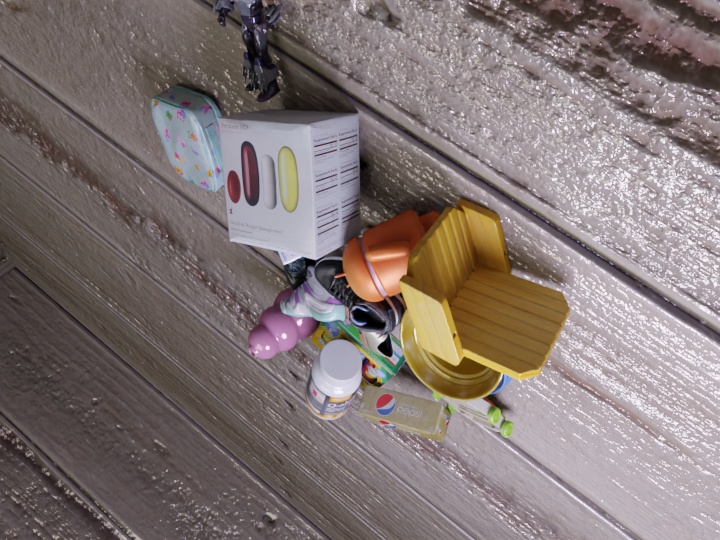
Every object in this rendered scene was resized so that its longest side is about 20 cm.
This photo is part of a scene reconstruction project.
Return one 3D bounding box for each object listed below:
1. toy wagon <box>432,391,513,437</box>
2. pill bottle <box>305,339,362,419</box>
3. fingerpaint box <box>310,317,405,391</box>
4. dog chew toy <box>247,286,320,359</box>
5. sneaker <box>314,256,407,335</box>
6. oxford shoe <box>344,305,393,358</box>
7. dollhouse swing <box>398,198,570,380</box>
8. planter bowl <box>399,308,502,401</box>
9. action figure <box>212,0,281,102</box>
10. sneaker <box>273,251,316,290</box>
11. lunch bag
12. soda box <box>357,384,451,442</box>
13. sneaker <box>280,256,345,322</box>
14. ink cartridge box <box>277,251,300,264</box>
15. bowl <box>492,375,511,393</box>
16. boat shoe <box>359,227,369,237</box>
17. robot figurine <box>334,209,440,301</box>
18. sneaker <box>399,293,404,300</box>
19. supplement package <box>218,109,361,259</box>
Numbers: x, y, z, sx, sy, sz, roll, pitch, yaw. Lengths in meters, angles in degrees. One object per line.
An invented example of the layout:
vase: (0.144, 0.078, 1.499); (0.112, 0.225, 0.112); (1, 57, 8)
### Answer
toy wagon: (0.219, 0.270, 1.163); (0.153, 0.040, 0.200); (15, 156, 45)
pill bottle: (-0.059, 0.244, 1.282); (0.115, 0.117, 0.202); (35, 146, 11)
fingerpaint box: (-0.006, 0.175, 1.323); (0.199, 0.074, 0.167); (42, 147, 2)
dog chew toy: (-0.181, 0.128, 1.335); (0.123, 0.199, 0.127); (29, 142, 26)
sneaker: (-0.015, 0.042, 1.024); (0.196, 0.111, 0.075); (28, 112, 16)
oxford shoe: (0.026, 0.102, 1.156); (0.073, 0.071, 0.202); (31, 158, 39)
dollhouse swing: (0.192, 0.024, 0.838); (0.172, 0.201, 0.185); (9, 134, 40)
planter bowl: (0.171, 0.118, 1.008); (0.196, 0.083, 0.207); (15, 119, 29)
action figure: (-0.169, -0.380, 0.902); (0.128, 0.069, 0.204); (30, 141, 35)
sneaker: (-0.130, -0.018, 1.244); (0.081, 0.073, 0.202); (-10, 120, 51)
lunch bag: (-0.339, -0.268, 1.190); (0.157, 0.077, 0.204); (21, 141, 27)
soda box: (0.095, 0.312, 1.258); (0.195, 0.069, 0.064); (7, 153, 34)
sneaker: (-0.096, 0.027, 1.194); (0.196, 0.076, 0.145); (3, 90, 46)
ink cartridge box: (-0.173, -0.119, 1.130); (0.094, 0.043, 0.205); (-125, 13, -77)
bowl: (0.205, 0.162, 1.120); (0.197, 0.039, 0.204); (28, 143, 23)
boat shoe: (0.000, 0.000, 1.138); (0.071, 0.062, 0.203); (32, 145, 15)
robot figurine: (0.053, -0.024, 0.943); (0.196, 0.145, 0.119); (-26, 116, 8)
sneaker: (0.107, 0.058, 1.086); (0.090, 0.067, 0.200); (44, 153, 2)
supplement package: (-0.112, -0.151, 0.945); (0.186, 0.146, 0.207); (11, 113, 29)
